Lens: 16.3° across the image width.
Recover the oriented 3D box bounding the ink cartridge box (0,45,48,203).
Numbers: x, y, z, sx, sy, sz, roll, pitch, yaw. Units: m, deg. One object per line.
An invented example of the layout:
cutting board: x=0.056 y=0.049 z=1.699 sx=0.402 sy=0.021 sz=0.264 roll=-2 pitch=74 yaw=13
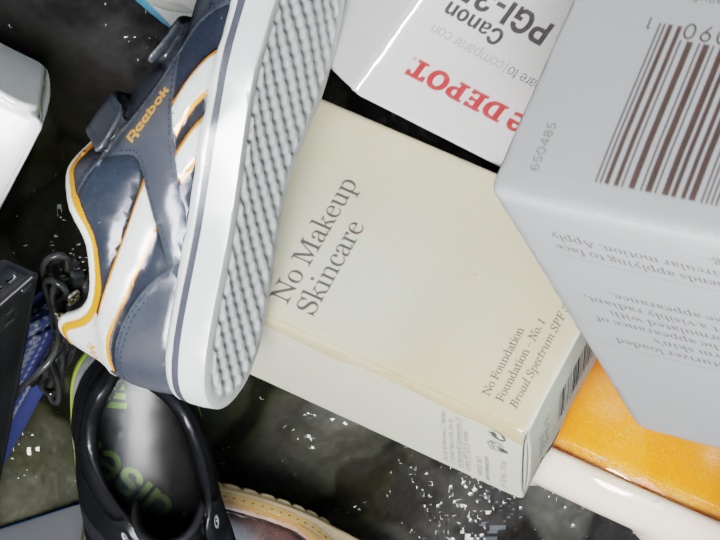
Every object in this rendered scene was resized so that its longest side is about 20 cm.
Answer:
ink cartridge box: x=-0.237 y=-0.024 z=1.054 sx=0.146 sy=0.083 sz=0.200 roll=27 pitch=106 yaw=-13

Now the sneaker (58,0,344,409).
sneaker: x=-0.065 y=-0.053 z=0.958 sx=0.079 sy=0.078 sz=0.200 roll=15 pitch=89 yaw=21

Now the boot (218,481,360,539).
boot: x=-0.050 y=0.190 z=1.125 sx=0.200 sy=0.072 sz=0.166 roll=23 pitch=73 yaw=-19

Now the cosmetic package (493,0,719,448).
cosmetic package: x=0.178 y=-0.035 z=0.940 sx=0.165 sy=0.200 sz=0.165 roll=13 pitch=68 yaw=28

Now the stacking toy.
stacking toy: x=0.144 y=0.017 z=1.096 sx=0.146 sy=0.146 sz=0.200 roll=24 pitch=91 yaw=-12

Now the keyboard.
keyboard: x=-0.156 y=0.058 z=1.020 sx=0.021 sy=0.127 sz=0.200 roll=38 pitch=145 yaw=12

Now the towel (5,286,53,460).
towel: x=-0.196 y=0.086 z=1.046 sx=0.024 sy=0.200 sz=0.145 roll=36 pitch=115 yaw=12

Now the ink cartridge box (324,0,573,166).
ink cartridge box: x=0.085 y=-0.142 z=1.019 sx=0.146 sy=0.083 sz=0.200 roll=24 pitch=108 yaw=-39

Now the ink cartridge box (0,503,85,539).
ink cartridge box: x=-0.160 y=0.229 z=1.159 sx=0.145 sy=0.084 sz=0.200 roll=-18 pitch=110 yaw=2

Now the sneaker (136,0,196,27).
sneaker: x=-0.084 y=-0.143 z=1.032 sx=0.200 sy=0.081 sz=0.077 roll=33 pitch=103 yaw=-16

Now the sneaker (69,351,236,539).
sneaker: x=-0.086 y=0.120 z=1.053 sx=0.072 sy=0.083 sz=0.200 roll=-16 pitch=96 yaw=-2

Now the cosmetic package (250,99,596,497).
cosmetic package: x=0.000 y=0.000 z=1.033 sx=0.200 sy=0.073 sz=0.104 roll=23 pitch=67 yaw=13
